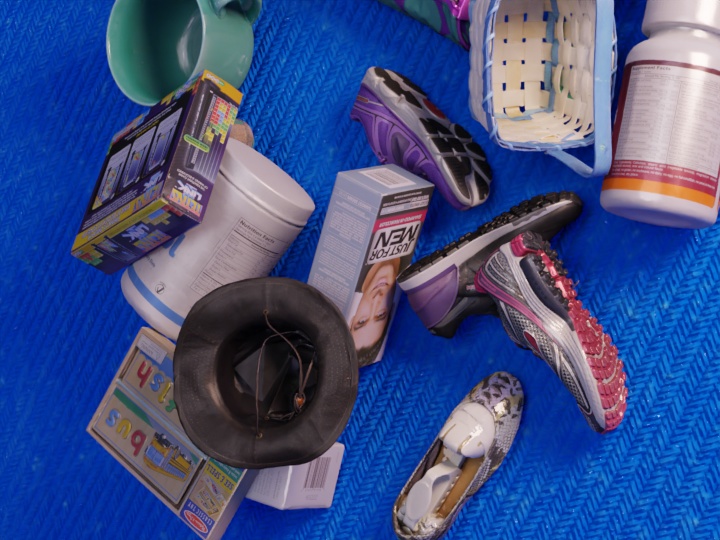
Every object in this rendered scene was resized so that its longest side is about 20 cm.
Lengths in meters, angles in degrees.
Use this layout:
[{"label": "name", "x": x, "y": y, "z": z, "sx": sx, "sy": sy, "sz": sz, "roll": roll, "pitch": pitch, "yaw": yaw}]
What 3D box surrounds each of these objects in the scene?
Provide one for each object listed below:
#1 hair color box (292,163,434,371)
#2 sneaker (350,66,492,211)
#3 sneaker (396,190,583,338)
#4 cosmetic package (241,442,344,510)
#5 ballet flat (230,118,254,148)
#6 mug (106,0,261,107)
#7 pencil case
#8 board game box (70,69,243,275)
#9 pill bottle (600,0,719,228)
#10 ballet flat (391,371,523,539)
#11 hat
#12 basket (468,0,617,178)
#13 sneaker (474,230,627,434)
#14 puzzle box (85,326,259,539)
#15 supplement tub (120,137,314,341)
[{"label": "hair color box", "x": 0.000, "y": 0.000, "z": 1.330, "sx": 0.060, "sy": 0.099, "sz": 0.202, "roll": 29, "pitch": 114, "yaw": 28}, {"label": "sneaker", "x": 0.061, "y": -0.126, "z": 1.377, "sx": 0.200, "sy": 0.080, "sz": 0.084, "roll": 51, "pitch": 124, "yaw": 32}, {"label": "sneaker", "x": 0.142, "y": -0.004, "z": 1.314, "sx": 0.199, "sy": 0.076, "sz": 0.088, "roll": -29, "pitch": 97, "yaw": 15}, {"label": "cosmetic package", "x": -0.129, "y": 0.192, "z": 1.400, "sx": 0.198, "sy": 0.101, "sz": 0.072, "roll": 13, "pitch": 89, "yaw": 31}, {"label": "ballet flat", "x": -0.201, "y": -0.095, "z": 1.507, "sx": 0.068, "sy": 0.067, "sz": 0.201, "roll": 41, "pitch": 102, "yaw": 30}, {"label": "mug", "x": -0.182, "y": -0.255, "z": 1.486, "sx": 0.183, "sy": 0.114, "sz": 0.154, "roll": 11, "pitch": 97, "yaw": 34}, {"label": "pencil case", "x": 0.059, "y": -0.306, "z": 1.384, "sx": 0.199, "sy": 0.092, "sz": 0.086, "roll": 34, "pitch": 98, "yaw": 30}, {"label": "board game box", "x": -0.218, "y": -0.101, "z": 1.412, "sx": 0.199, "sy": 0.056, "sz": 0.167, "roll": -23, "pitch": 46, "yaw": 48}, {"label": "pill bottle", "x": 0.291, "y": -0.147, "z": 1.219, "sx": 0.108, "sy": 0.109, "sz": 0.203, "roll": 9, "pitch": 86, "yaw": 30}, {"label": "ballet flat", "x": 0.093, "y": 0.188, "z": 1.297, "sx": 0.072, "sy": 0.072, "sz": 0.202, "roll": 35, "pitch": 99, "yaw": 28}, {"label": "hat", "x": -0.082, "y": 0.099, "z": 1.290, "sx": 0.198, "sy": 0.081, "sz": 0.203, "roll": -1, "pitch": 87, "yaw": 21}, {"label": "basket", "x": 0.179, "y": -0.193, "z": 1.227, "sx": 0.200, "sy": 0.137, "sz": 0.179, "roll": -130, "pitch": 37, "yaw": -66}, {"label": "sneaker", "x": 0.185, "y": 0.064, "z": 1.251, "sx": 0.074, "sy": 0.080, "sz": 0.201, "roll": -34, "pitch": 81, "yaw": 29}, {"label": "puzzle box", "x": -0.187, "y": 0.167, "z": 1.364, "sx": 0.199, "sy": 0.025, "sz": 0.134, "roll": 34, "pitch": 100, "yaw": 28}, {"label": "supplement tub", "x": -0.156, "y": -0.027, "z": 1.435, "sx": 0.132, "sy": 0.132, "sz": 0.201, "roll": 43, "pitch": 102, "yaw": 27}]
